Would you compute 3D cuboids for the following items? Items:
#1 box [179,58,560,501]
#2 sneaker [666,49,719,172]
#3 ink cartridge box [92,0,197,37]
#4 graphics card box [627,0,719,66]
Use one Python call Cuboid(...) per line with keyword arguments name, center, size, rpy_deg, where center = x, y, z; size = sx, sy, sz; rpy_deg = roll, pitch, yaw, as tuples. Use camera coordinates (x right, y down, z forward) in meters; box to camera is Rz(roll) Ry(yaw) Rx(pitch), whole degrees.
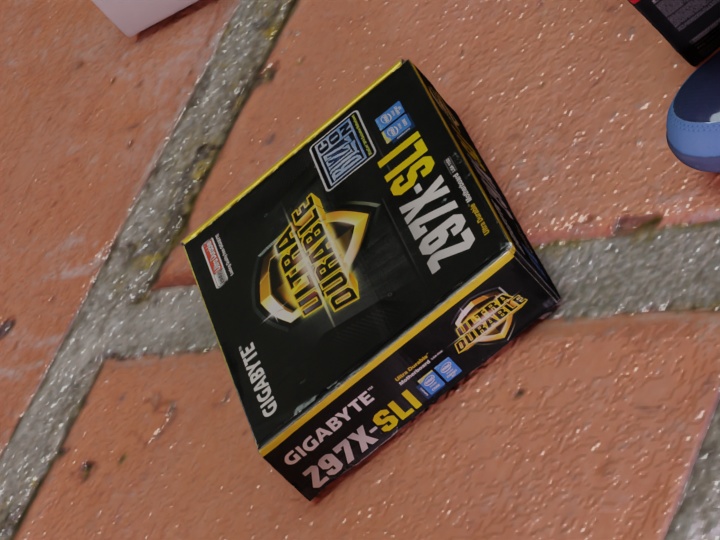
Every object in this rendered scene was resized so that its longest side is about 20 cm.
Cuboid(name="box", center=(0.000, 0.000, 1.455), size=(0.159, 0.049, 0.200), rpy_deg=(-37, 33, 9))
Cuboid(name="sneaker", center=(0.214, -0.121, 1.318), size=(0.200, 0.082, 0.074), rpy_deg=(-35, 36, 17))
Cuboid(name="ink cartridge box", center=(-0.084, -0.252, 1.788), size=(0.199, 0.084, 0.145), rpy_deg=(-24, 38, 28))
Cuboid(name="graphics card box", center=(0.171, -0.163, 1.327), size=(0.125, 0.200, 0.051), rpy_deg=(-41, 76, 9))
